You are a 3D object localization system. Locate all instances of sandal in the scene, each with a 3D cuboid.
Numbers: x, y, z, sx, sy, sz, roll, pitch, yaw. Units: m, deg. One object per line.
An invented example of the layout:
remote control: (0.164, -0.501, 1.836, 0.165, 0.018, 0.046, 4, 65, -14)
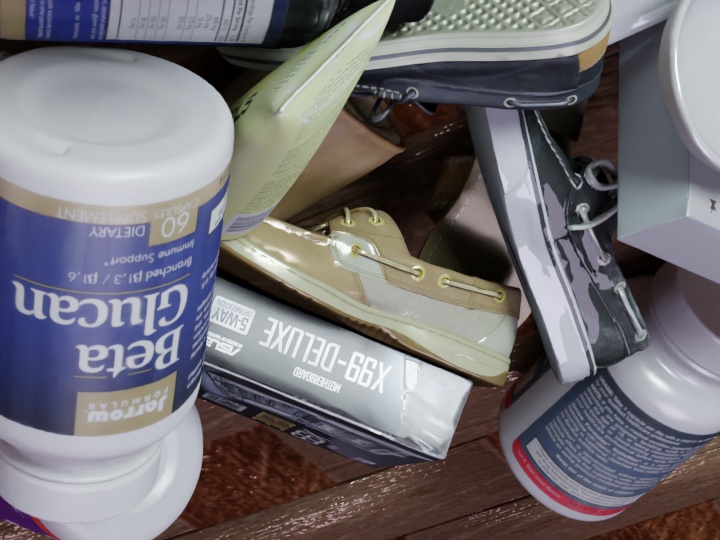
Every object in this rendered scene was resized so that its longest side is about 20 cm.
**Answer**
sandal: (0.080, -0.050, 0.889, 0.078, 0.070, 0.212, 12, 119, -8)

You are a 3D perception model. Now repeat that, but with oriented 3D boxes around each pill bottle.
pill bottle: (0.191, 0.074, 1.041, 0.120, 0.120, 0.200, 10, 141, -27)
pill bottle: (-0.121, 0.012, 0.679, 0.111, 0.111, 0.200, 0, 126, -15)
pill bottle: (-0.190, 0.099, 0.927, 0.112, 0.112, 0.200, 22, 169, -38)
pill bottle: (-0.069, -0.151, 0.659, 0.200, 0.112, 0.112, -1, 144, -15)

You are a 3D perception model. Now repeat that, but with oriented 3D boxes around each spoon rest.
spoon rest: (0.214, -0.098, 0.753, 0.200, 0.099, 0.061, -11, 180, -43)

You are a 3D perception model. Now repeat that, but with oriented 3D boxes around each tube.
tube: (-0.039, -0.065, 0.695, 0.052, 0.058, 0.200, 4, 166, -18)

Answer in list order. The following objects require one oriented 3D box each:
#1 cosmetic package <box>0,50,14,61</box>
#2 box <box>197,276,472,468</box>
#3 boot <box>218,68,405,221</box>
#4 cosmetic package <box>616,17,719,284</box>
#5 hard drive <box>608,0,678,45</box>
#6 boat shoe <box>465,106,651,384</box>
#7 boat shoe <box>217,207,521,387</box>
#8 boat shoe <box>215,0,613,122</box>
cosmetic package: (-0.181, 0.002, 0.775, 0.101, 0.071, 0.200, 25, 117, -26)
box: (-0.035, 0.065, 0.913, 0.158, 0.050, 0.200, 23, 168, -7)
boot: (-0.105, -0.063, 0.827, 0.200, 0.066, 0.175, -32, 143, 24)
cosmetic package: (0.220, -0.062, 0.823, 0.200, 0.151, 0.052, 20, 152, -36)
hard drive: (0.119, -0.196, 0.692, 0.132, 0.026, 0.200, -23, 134, 17)
boat shoe: (0.109, -0.032, 0.817, 0.068, 0.074, 0.199, -21, 111, 1)
boat shoe: (0.000, 0.000, 0.841, 0.200, 0.066, 0.074, 26, 169, -23)
boat shoe: (0.023, -0.107, 0.739, 0.200, 0.075, 0.062, 3, 141, 18)
